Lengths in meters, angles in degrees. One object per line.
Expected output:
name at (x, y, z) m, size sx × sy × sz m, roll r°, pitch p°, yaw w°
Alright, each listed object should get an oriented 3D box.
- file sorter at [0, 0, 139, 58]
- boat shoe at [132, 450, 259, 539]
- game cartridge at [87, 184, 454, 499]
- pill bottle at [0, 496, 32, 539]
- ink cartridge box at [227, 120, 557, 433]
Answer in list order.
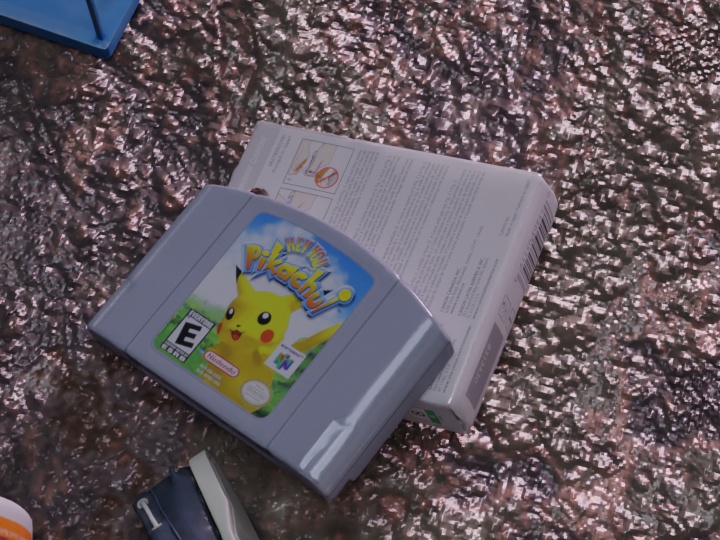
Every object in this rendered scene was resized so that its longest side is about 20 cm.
file sorter at (-0.194, -0.268, 1.178) m, size 0.139 × 0.123 × 0.200 m, roll 19°, pitch 68°, yaw 11°
boat shoe at (-0.078, 0.179, 0.971) m, size 0.062 × 0.075 × 0.200 m, roll -30°, pitch 46°, yaw 2°
game cartridge at (-0.051, 0.031, 1.052) m, size 0.200 × 0.040 × 0.133 m, roll 30°, pitch 71°, yaw 31°
pill bottle at (-0.237, 0.223, 0.958) m, size 0.114 × 0.114 × 0.200 m, roll -1°, pitch 65°, yaw 2°
ink cartridge box at (0.000, 0.000, 1.099) m, size 0.200 × 0.050 × 0.161 m, roll 12°, pitch 65°, yaw 27°
